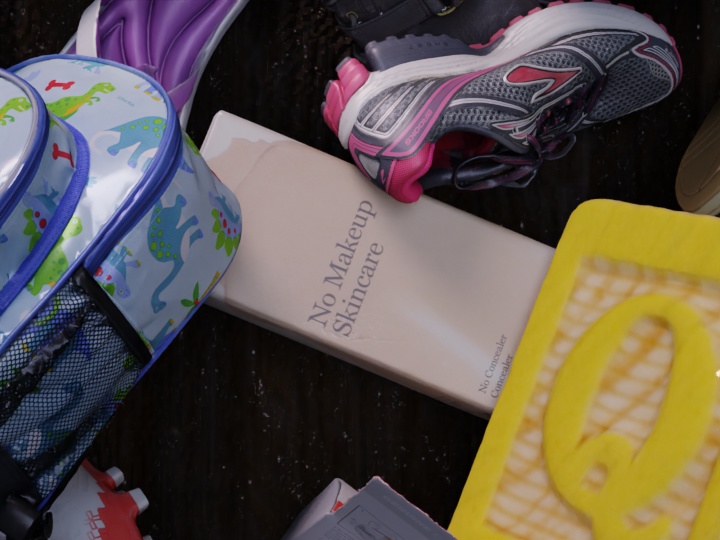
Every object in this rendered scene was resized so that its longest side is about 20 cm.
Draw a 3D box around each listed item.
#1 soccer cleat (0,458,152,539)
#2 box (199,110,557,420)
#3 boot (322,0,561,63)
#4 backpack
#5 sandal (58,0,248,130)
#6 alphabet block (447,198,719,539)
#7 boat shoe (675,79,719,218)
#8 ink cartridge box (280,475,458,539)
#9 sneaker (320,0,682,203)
[{"bbox_3d":[-0.163,0.113,0.960,0.085,0.069,0.200,-31,62,-19],"label":"soccer cleat"},{"bbox_3d":[0.000,0.000,1.006,0.199,0.078,0.096,21,85,-4],"label":"box"},{"bbox_3d":[-0.014,-0.146,0.991,0.199,0.070,0.175,-22,129,13],"label":"boot"},{"bbox_3d":[-0.164,-0.011,0.896,0.200,0.182,0.147,-48,133,-18],"label":"backpack"},{"bbox_3d":[-0.117,-0.111,1.016,0.082,0.050,0.204,26,85,-2],"label":"sandal"},{"bbox_3d":[0.194,0.096,0.927,0.199,0.196,0.197,26,82,-30],"label":"alphabet block"},{"bbox_3d":[0.214,-0.071,0.988,0.066,0.201,0.072,44,125,-8],"label":"boat shoe"},{"bbox_3d":[0.048,0.156,0.940,0.160,0.200,0.050,37,61,-2],"label":"ink cartridge box"},{"bbox_3d":[0.080,-0.079,0.995,0.199,0.081,0.075,-16,53,-24],"label":"sneaker"}]
